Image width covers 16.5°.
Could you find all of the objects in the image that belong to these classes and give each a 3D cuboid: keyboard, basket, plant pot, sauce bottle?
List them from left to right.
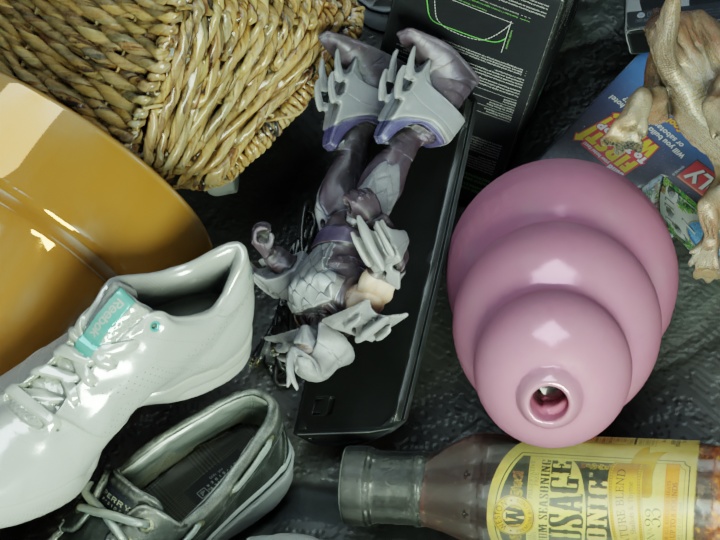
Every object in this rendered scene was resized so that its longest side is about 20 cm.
[{"bbox_3d":[-0.208,0.017,1.314,0.199,0.200,0.184,22,71,25],"label":"plant pot"},{"bbox_3d":[-0.118,-0.129,1.409,0.148,0.144,0.200,0,28,-44],"label":"basket"},{"bbox_3d":[0.000,0.000,1.349,0.126,0.021,0.202,-5,62,42],"label":"keyboard"},{"bbox_3d":[0.089,0.115,1.257,0.198,0.066,0.066,0,49,11],"label":"sauce bottle"}]

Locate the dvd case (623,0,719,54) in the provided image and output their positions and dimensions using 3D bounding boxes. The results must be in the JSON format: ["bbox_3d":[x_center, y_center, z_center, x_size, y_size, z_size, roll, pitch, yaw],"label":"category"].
[{"bbox_3d":[0.230,-0.212,1.452,0.149,0.025,0.201,-5,49,13],"label":"dvd case"}]

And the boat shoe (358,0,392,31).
[{"bbox_3d":[-0.020,-0.240,1.565,0.074,0.086,0.202,-24,50,-13],"label":"boat shoe"}]

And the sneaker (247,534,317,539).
[{"bbox_3d":[-0.079,0.208,1.197,0.088,0.076,0.200,12,48,39],"label":"sneaker"}]

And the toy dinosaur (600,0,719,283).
[{"bbox_3d":[0.190,-0.092,1.287,0.085,0.200,0.136,-17,41,34],"label":"toy dinosaur"}]

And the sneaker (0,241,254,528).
[{"bbox_3d":[-0.132,0.046,1.211,0.075,0.089,0.200,42,55,19],"label":"sneaker"}]

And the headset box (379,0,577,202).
[{"bbox_3d":[0.078,-0.161,1.416,0.092,0.201,0.175,21,54,5],"label":"headset box"}]

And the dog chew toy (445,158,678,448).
[{"bbox_3d":[0.100,0.023,1.266,0.123,0.126,0.200,0,24,8],"label":"dog chew toy"}]

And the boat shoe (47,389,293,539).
[{"bbox_3d":[-0.117,0.127,1.255,0.072,0.071,0.200,32,58,29],"label":"boat shoe"}]

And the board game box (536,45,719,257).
[{"bbox_3d":[0.205,-0.061,1.394,0.199,0.062,0.200,-33,54,-17],"label":"board game box"}]

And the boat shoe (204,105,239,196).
[{"bbox_3d":[-0.115,-0.110,1.483,0.063,0.071,0.201,-14,41,-4],"label":"boat shoe"}]

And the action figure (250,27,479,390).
[{"bbox_3d":[-0.007,-0.028,1.303,0.130,0.069,0.201,-9,57,49],"label":"action figure"}]
